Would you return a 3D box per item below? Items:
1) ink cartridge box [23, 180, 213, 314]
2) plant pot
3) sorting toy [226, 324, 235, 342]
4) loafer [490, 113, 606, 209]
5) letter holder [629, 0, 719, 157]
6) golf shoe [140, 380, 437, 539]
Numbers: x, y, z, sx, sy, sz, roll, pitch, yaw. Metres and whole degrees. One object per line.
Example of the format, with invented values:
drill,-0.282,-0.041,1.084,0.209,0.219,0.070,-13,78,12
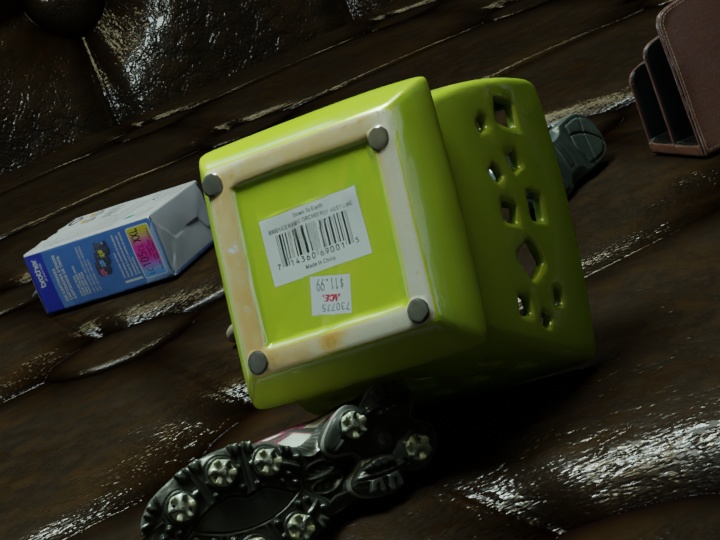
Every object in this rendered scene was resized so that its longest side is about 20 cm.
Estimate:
ink cartridge box,-0.273,-0.022,2.244,0.199,0.077,0.136,-14,14,24
plant pot,0.014,-0.014,1.328,0.199,0.200,0.181,-17,-10,27
sorting toy,0.000,0.000,1.787,0.199,0.037,0.185,-13,15,35
loafer,0.156,-0.086,1.858,0.063,0.072,0.200,-37,-6,37
letter holder,0.343,-0.206,1.837,0.199,0.143,0.101,-25,13,-16
golf shoe,-0.048,0.136,1.254,0.199,0.078,0.088,-21,-4,-27
